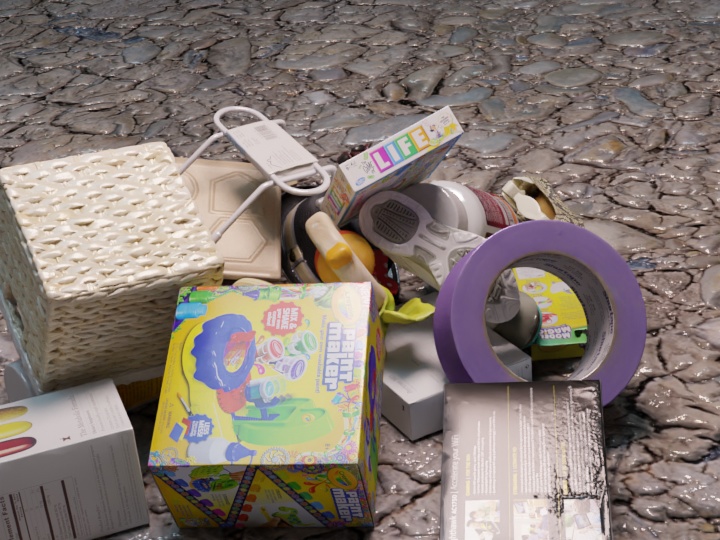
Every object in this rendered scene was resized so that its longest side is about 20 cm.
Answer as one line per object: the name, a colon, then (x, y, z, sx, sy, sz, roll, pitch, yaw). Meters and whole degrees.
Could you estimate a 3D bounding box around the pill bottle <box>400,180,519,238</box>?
pill bottle: (0.111, -0.049, 1.643, 0.109, 0.110, 0.200, 7, 0, 26)

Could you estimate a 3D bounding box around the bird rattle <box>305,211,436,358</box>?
bird rattle: (0.000, 0.000, 1.462, 0.112, 0.163, 0.200, -30, 34, 8)

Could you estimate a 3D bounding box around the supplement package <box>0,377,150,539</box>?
supplement package: (-0.315, 0.195, 1.303, 0.199, 0.110, 0.114, -14, 26, -16)

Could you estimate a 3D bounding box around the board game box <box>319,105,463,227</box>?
board game box: (0.030, -0.108, 1.499, 0.134, 0.034, 0.200, -30, -4, -12)

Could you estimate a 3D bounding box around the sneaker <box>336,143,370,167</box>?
sneaker: (0.014, -0.109, 1.868, 0.075, 0.116, 0.200, -20, 28, -27)

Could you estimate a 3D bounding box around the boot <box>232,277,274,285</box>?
boot: (-0.115, 0.099, 1.469, 0.155, 0.073, 0.200, -30, 59, -36)

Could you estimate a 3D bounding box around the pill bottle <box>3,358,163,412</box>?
pill bottle: (-0.277, 0.104, 1.487, 0.200, 0.111, 0.111, -23, 30, -31)

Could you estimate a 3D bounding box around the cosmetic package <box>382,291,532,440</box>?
cosmetic package: (0.070, 0.099, 1.492, 0.150, 0.052, 0.200, -16, 27, -23)

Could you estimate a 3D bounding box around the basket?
basket: (-0.259, -0.003, 1.403, 0.199, 0.161, 0.198, -12, 54, -27)

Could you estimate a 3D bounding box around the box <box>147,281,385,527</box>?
box: (-0.081, 0.127, 1.300, 0.192, 0.122, 0.200, -2, 52, 8)

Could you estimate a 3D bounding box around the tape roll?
tape roll: (0.178, 0.054, 1.376, 0.199, 0.201, 0.085, -11, -7, -12)

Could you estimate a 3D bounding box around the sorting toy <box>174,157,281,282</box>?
sorting toy: (-0.186, -0.059, 1.611, 0.184, 0.037, 0.200, 4, 46, -8)

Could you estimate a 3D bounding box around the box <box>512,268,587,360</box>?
box: (0.242, 0.046, 1.575, 0.117, 0.049, 0.200, -5, 23, 1)

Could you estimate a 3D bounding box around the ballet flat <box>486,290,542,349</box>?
ballet flat: (0.149, 0.042, 1.547, 0.064, 0.068, 0.200, 24, 8, -11)

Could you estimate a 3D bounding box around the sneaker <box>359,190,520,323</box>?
sneaker: (0.090, -0.014, 1.492, 0.200, 0.078, 0.099, 38, -4, 6)

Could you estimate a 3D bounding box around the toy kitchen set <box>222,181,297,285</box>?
toy kitchen set: (-0.147, 0.005, 1.708, 0.200, 0.163, 0.180, -23, 59, -35)

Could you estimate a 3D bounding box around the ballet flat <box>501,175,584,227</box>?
ballet flat: (0.229, -0.087, 1.817, 0.075, 0.068, 0.200, 25, 15, -27)

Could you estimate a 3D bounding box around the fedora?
fedora: (-0.013, -0.040, 1.647, 0.200, 0.092, 0.201, 21, 46, -23)

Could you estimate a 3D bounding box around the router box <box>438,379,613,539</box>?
router box: (0.146, 0.187, 1.226, 0.149, 0.051, 0.200, -2, 43, 8)

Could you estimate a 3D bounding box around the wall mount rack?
wall mount rack: (-0.130, -0.108, 1.587, 0.173, 0.075, 0.200, -18, 43, -30)
